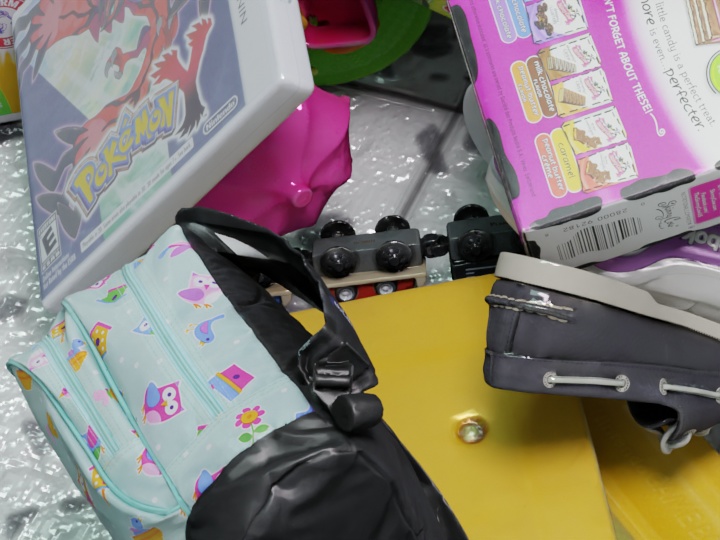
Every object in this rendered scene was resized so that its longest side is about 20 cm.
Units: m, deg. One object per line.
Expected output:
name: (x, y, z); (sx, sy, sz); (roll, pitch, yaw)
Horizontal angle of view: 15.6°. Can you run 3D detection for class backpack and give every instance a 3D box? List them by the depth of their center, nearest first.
backpack: (-0.055, 0.069, 1.082); (0.126, 0.167, 0.200); (-32, 47, -10)

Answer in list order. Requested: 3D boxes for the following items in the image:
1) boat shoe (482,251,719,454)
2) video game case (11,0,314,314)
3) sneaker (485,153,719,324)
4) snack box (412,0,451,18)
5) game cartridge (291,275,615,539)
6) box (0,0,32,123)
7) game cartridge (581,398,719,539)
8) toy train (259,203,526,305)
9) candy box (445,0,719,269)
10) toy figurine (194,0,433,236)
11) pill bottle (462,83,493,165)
boat shoe: (0.129, 0.047, 1.172); (0.072, 0.199, 0.063); (10, 81, 52)
video game case: (-0.100, -0.104, 1.243); (0.023, 0.200, 0.183); (16, 49, -35)
sneaker: (0.149, -0.003, 1.228); (0.199, 0.100, 0.075); (24, 72, 9)
snack box: (0.045, -0.232, 1.283); (0.142, 0.053, 0.201); (23, 68, -6)
game cartridge: (0.005, 0.090, 1.180); (0.199, 0.033, 0.177); (-11, 50, 1)
box: (-0.253, -0.141, 1.400); (0.199, 0.113, 0.102); (-10, 51, -1)
game cartridge: (0.080, 0.135, 1.178); (0.199, 0.033, 0.176); (-30, 53, -13)
toy train: (0.000, 0.000, 1.291); (0.199, 0.046, 0.034); (-7, 34, 2)
candy box: (0.151, -0.093, 1.171); (0.199, 0.061, 0.137); (-18, 65, 5)
toy figurine: (-0.068, -0.090, 1.297); (0.199, 0.151, 0.185); (-8, 42, 17)
pill bottle: (0.146, -0.122, 1.322); (0.113, 0.113, 0.200); (31, 62, 29)
